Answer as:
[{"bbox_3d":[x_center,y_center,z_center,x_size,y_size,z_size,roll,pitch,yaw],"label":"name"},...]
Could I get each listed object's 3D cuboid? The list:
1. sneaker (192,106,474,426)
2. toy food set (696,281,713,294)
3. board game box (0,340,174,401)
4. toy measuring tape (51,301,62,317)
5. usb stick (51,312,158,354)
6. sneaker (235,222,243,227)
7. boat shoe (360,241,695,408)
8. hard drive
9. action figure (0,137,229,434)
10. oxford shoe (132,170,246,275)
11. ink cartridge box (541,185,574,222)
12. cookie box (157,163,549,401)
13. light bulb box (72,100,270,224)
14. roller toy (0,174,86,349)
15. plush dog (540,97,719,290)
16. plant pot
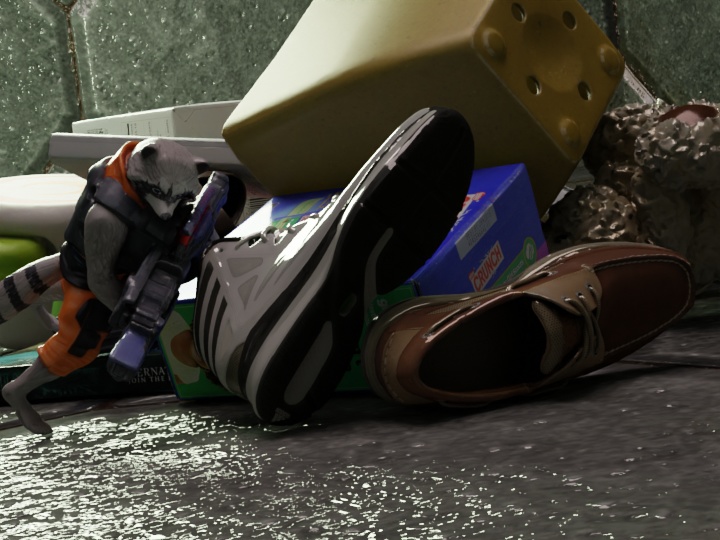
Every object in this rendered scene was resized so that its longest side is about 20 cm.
[{"bbox_3d":[-0.029,-0.022,0.988,0.115,0.201,0.076,32,-6,41],"label":"sneaker"},{"bbox_3d":[0.166,-0.005,1.355,0.199,0.061,0.144,-7,5,-5],"label":"toy food set"},{"bbox_3d":[-0.167,0.064,1.240,0.199,0.028,0.135,-5,6,21],"label":"board game box"},{"bbox_3d":[-0.186,0.031,1.345,0.073,0.074,0.200,-11,1,-37],"label":"toy measuring tape"},{"bbox_3d":[-0.116,0.029,1.214,0.199,0.033,0.055,-9,5,-33],"label":"usb stick"},{"bbox_3d":[-0.083,0.006,1.428,0.079,0.096,0.200,-32,2,28],"label":"sneaker"},{"bbox_3d":[0.102,0.035,0.963,0.199,0.076,0.072,-18,12,-17],"label":"boat shoe"},{"bbox_3d":[-0.132,-0.083,1.415,0.199,0.026,0.132,4,-8,15],"label":"hard drive"},{"bbox_3d":[-0.155,0.003,1.019,0.194,0.104,0.200,-51,10,25],"label":"action figure"},{"bbox_3d":[-0.141,-0.026,1.281,0.084,0.073,0.200,-14,24,27],"label":"oxford shoe"},{"bbox_3d":[0.153,-0.039,1.434,0.199,0.050,0.162,-13,-19,-1],"label":"ink cartridge box"},{"bbox_3d":[-0.005,0.008,1.108,0.199,0.075,0.171,-6,23,33],"label":"cookie box"},{"bbox_3d":[-0.174,-0.061,1.713,0.124,0.199,0.200,-8,6,-36],"label":"light bulb box"},{"bbox_3d":[-0.264,-0.004,1.539,0.199,0.140,0.182,-7,15,-27],"label":"roller toy"},{"bbox_3d":[0.181,-0.018,1.201,0.171,0.161,0.200,-27,9,-3],"label":"plush dog"},{"bbox_3d":[0.066,-0.118,1.222,0.200,0.194,0.196,-23,28,45],"label":"plant pot"}]
